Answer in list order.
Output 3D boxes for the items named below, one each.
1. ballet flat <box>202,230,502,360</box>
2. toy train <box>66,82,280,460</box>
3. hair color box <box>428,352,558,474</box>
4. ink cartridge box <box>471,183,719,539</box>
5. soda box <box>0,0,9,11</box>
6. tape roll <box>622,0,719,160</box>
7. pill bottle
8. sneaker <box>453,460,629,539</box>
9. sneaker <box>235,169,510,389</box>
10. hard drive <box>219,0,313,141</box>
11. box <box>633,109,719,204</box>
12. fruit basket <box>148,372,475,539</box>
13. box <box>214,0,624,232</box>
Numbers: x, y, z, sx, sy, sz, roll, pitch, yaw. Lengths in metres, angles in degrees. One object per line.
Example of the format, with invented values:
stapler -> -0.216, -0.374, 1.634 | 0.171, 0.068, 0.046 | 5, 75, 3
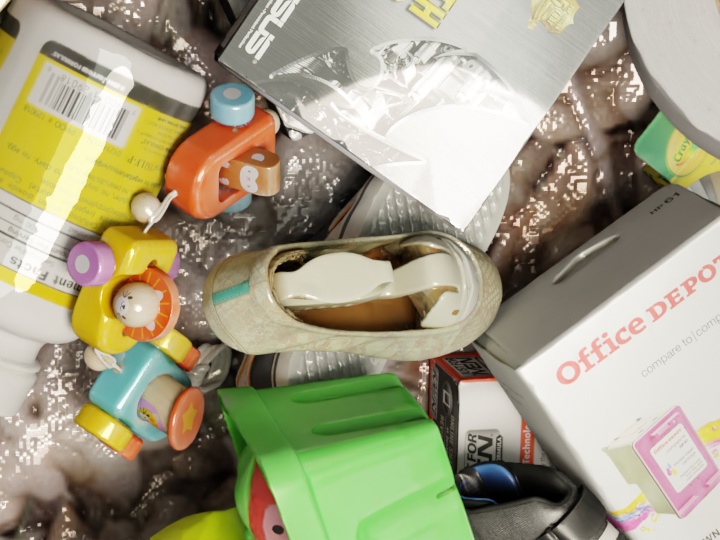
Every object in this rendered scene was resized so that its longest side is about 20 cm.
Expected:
ballet flat -> 0.011, 0.012, 1.347 | 0.199, 0.062, 0.068 | -7, 77, -41
toy train -> -0.083, 0.013, 1.362 | 0.150, 0.055, 0.201 | -33, 142, -41
hair color box -> 0.140, 0.097, 1.499 | 0.199, 0.061, 0.102 | -2, 104, -16
ink cartridge box -> 0.175, 0.076, 1.427 | 0.144, 0.085, 0.200 | -37, 107, -5
soda box -> -0.220, -0.144, 1.341 | 0.068, 0.064, 0.200 | 41, 89, -20
tape roll -> 0.239, -0.151, 1.420 | 0.199, 0.066, 0.202 | 0, 85, 5
pill bottle -> -0.168, -0.032, 1.357 | 0.111, 0.111, 0.201 | 26, 95, -19
sneaker -> 0.066, 0.160, 1.430 | 0.112, 0.200, 0.073 | 54, 43, -9
sneaker -> 0.000, 0.000, 1.435 | 0.079, 0.079, 0.200 | 49, 62, -21
hard drive -> -0.019, -0.187, 1.400 | 0.139, 0.038, 0.201 | -26, 109, -7
box -> 0.251, -0.051, 1.501 | 0.200, 0.048, 0.117 | 40, 91, -22
fruit basket -> -0.043, 0.165, 1.332 | 0.214, 0.156, 0.217 | -4, 106, -13
box -> 0.043, -0.146, 1.367 | 0.158, 0.048, 0.200 | 35, 93, -8
